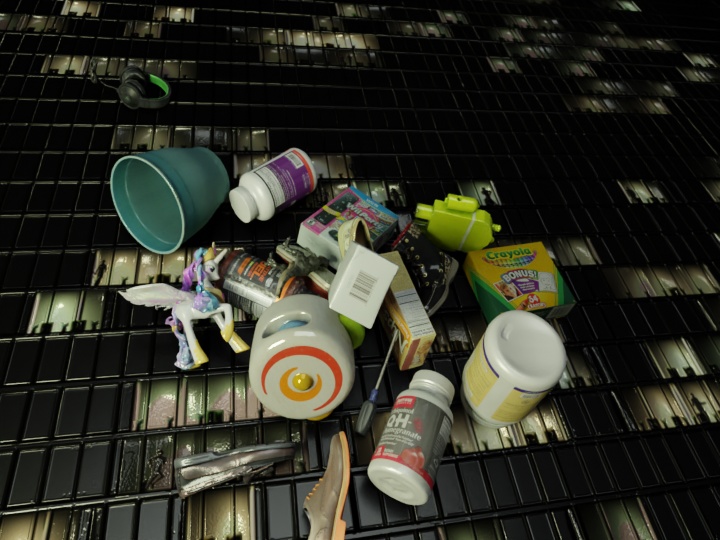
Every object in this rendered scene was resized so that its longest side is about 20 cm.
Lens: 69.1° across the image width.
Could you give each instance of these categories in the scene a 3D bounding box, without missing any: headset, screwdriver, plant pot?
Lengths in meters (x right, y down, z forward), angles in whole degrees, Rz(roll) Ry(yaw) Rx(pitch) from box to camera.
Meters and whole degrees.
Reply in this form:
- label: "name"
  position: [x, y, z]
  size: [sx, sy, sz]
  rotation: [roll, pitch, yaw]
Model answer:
- label: "headset"
  position: [-0.597, -0.492, 1.366]
  size: [0.194, 0.095, 0.126]
  rotation: [2, 51, -23]
- label: "screwdriver"
  position: [0.031, 0.200, 0.956]
  size: [0.029, 0.028, 0.205]
  rotation: [24, 73, -23]
- label: "plant pot"
  position: [-0.385, -0.168, 1.109]
  size: [0.197, 0.204, 0.188]
  rotation: [29, 37, 13]

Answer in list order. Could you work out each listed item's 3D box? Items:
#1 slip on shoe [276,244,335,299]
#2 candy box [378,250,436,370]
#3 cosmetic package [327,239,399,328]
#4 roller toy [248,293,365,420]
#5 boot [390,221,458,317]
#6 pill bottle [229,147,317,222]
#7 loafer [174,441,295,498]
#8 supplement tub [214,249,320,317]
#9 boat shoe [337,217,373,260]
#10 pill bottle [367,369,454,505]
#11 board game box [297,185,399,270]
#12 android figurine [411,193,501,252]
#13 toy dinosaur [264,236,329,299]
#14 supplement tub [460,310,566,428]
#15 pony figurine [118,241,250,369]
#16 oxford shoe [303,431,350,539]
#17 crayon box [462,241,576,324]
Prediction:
- label: "slip on shoe"
  position: [-0.116, 0.005, 1.098]
  size: [0.199, 0.063, 0.073]
  rotation: [39, 27, 32]
- label: "candy box"
  position: [0.077, 0.078, 1.043]
  size: [0.054, 0.117, 0.203]
  rotation: [-11, 55, -17]
- label: "cosmetic package"
  position: [-0.001, 0.017, 0.907]
  size: [0.079, 0.200, 0.115]
  rotation: [26, 94, -5]
- label: "roller toy"
  position: [-0.099, 0.152, 0.895]
  size: [0.178, 0.203, 0.141]
  rotation: [22, 25, -17]
- label: "boot"
  position: [0.123, 0.000, 1.106]
  size: [0.150, 0.073, 0.201]
  rotation: [43, 49, -9]
- label: "pill bottle"
  position: [-0.199, -0.192, 1.200]
  size: [0.112, 0.114, 0.199]
  rotation: [40, 56, 20]
- label: "loafer"
  position: [-0.200, 0.320, 0.847]
  size: [0.193, 0.072, 0.065]
  rotation: [-6, 73, -7]
- label: "supplement tub"
  position: [-0.179, 0.043, 1.028]
  size: [0.195, 0.108, 0.108]
  rotation: [22, 51, 7]
- label: "boat shoe"
  position: [0.000, 0.000, 1.029]
  size: [0.072, 0.062, 0.206]
  rotation: [-14, 92, -27]
- label: "pill bottle"
  position: [0.096, 0.278, 0.897]
  size: [0.108, 0.112, 0.202]
  rotation: [23, 52, 8]
- label: "board game box"
  position: [-0.024, -0.092, 1.169]
  size: [0.146, 0.065, 0.200]
  rotation: [33, 43, 14]
- label: "android figurine"
  position: [0.210, -0.098, 1.162]
  size: [0.193, 0.184, 0.042]
  rotation: [10, 59, 1]
- label: "toy dinosaur"
  position: [-0.128, -0.013, 0.997]
  size: [0.087, 0.048, 0.199]
  rotation: [35, 31, 12]
- label: "supplement tub"
  position: [0.265, 0.185, 0.942]
  size: [0.140, 0.203, 0.149]
  rotation: [5, 52, -6]
- label: "pony figurine"
  position: [-0.309, 0.070, 0.951]
  size: [0.188, 0.167, 0.206]
  rotation: [-18, 83, 4]
- label: "oxford shoe"
  position: [-0.054, 0.357, 0.837]
  size: [0.070, 0.072, 0.204]
  rotation: [5, 52, 0]
- label: "crayon box"
  position: [0.350, 0.029, 1.168]
  size: [0.194, 0.059, 0.176]
  rotation: [-7, 55, -16]
